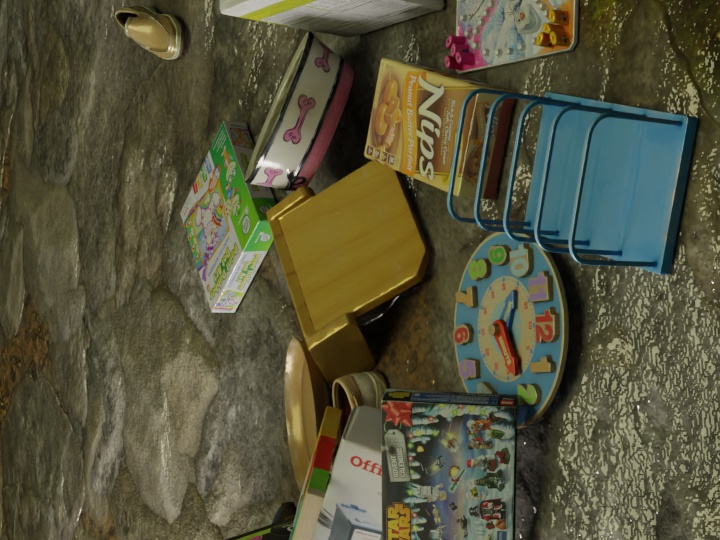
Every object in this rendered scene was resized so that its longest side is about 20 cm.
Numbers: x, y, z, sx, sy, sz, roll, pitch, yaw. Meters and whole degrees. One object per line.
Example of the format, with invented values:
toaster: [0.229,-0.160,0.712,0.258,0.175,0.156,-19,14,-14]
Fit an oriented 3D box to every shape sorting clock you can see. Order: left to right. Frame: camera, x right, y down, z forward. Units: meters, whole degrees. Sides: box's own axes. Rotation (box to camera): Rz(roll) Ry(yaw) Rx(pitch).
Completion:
shape sorting clock: [0.149,0.060,1.299,0.199,0.039,0.204,-6,83,58]

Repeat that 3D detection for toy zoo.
toy zoo: [-0.052,0.241,1.405,0.201,0.020,0.133,-78,3,-63]

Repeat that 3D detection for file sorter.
file sorter: [0.186,-0.089,1.169,0.199,0.121,0.141,24,108,57]

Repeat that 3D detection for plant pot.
plant pot: [-0.065,0.186,1.606,0.200,0.027,0.204,176,90,-77]

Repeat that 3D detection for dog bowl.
dog bowl: [-0.073,-0.188,1.577,0.200,0.073,0.203,-157,89,-81]

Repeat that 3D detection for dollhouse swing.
dollhouse swing: [0.000,0.000,1.549,0.182,0.173,0.202,64,-175,-59]

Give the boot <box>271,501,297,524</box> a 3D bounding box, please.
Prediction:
boot: [-0.088,0.404,1.660,0.097,0.073,0.204,-131,44,-74]

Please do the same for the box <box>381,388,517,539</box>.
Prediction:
box: [0.089,0.223,1.276,0.040,0.134,0.204,-51,-39,-73]

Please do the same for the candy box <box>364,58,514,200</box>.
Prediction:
candy box: [0.083,-0.159,1.401,0.199,0.055,0.117,30,114,55]

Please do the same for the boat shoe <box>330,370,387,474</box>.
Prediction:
boat shoe: [-0.008,0.223,1.516,0.073,0.068,0.204,-12,78,57]

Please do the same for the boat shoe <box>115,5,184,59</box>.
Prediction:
boat shoe: [-0.356,-0.397,2.111,0.199,0.075,0.073,33,115,54]

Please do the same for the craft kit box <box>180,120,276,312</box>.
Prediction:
craft kit box: [-0.193,-0.077,1.861,0.201,0.048,0.199,-58,45,39]

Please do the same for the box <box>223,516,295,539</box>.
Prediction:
box: [-0.076,0.413,1.513,0.124,0.147,0.204,5,105,58]

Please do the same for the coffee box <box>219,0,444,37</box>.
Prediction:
coffee box: [-0.032,-0.397,1.468,0.199,0.195,0.204,-2,86,56]

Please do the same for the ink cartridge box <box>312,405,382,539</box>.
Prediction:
ink cartridge box: [0.028,0.270,1.372,0.086,0.144,0.203,-59,-14,-66]

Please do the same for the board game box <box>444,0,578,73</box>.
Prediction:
board game box: [0.154,-0.319,1.324,0.199,0.026,0.204,1,89,58]
